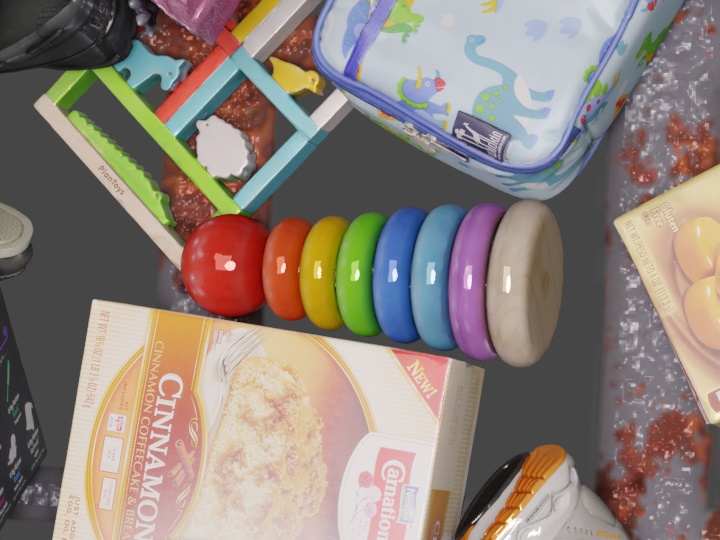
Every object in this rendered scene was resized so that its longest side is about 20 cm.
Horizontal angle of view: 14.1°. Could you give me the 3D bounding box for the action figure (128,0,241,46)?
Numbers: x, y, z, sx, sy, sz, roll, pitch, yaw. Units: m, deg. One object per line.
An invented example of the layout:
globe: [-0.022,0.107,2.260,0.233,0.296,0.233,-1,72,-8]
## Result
action figure: [-0.038,-0.197,1.494,0.200,0.149,0.134,-37,83,5]

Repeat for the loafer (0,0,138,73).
loafer: [-0.216,-0.136,1.583,0.199,0.070,0.069,-4,75,27]

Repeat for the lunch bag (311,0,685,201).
lunch bag: [0.077,-0.150,1.488,0.160,0.082,0.201,30,86,18]

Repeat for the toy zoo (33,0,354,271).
toy zoo: [-0.066,-0.114,1.569,0.200,0.020,0.131,-46,73,8]

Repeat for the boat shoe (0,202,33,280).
boat shoe: [-0.272,-0.002,1.610,0.198,0.072,0.068,-4,119,10]

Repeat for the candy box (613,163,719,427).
candy box: [0.240,-0.017,1.444,0.199,0.055,0.116,-28,77,13]

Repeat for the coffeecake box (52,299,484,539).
coffeecake box: [-0.049,0.107,1.513,0.199,0.073,0.155,9,87,18]

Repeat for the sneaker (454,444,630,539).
sneaker: [0.064,0.187,1.423,0.092,0.076,0.200,43,78,-14]

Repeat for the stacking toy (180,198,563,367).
stacking toy: [0.000,0.000,1.504,0.199,0.085,0.086,4,86,19]

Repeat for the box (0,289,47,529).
box: [-0.256,0.040,1.525,0.121,0.106,0.201,-6,114,15]
